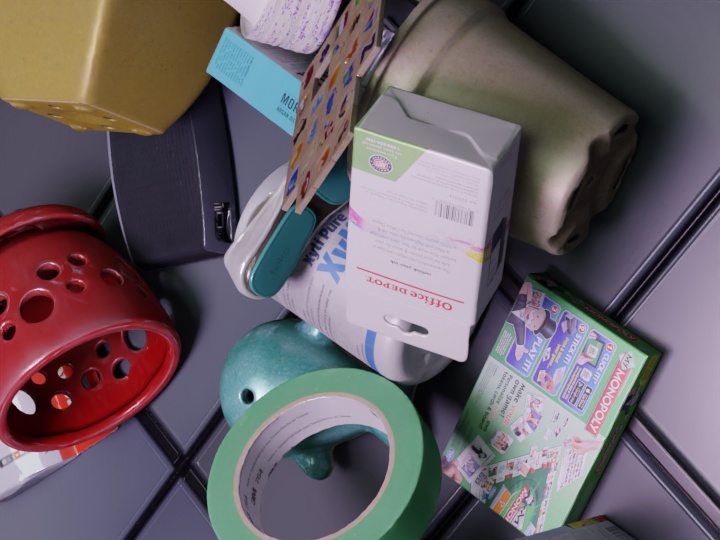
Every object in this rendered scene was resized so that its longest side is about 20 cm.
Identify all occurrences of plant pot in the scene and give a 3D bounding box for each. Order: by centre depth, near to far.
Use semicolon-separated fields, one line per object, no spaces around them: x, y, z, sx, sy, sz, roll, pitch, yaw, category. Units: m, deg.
0.119;-0.111;1.617;0.183;0.200;0.201;31;111;19;plant pot
-0.238;-0.235;1.829;0.195;0.194;0.201;5;82;36;plant pot
-0.298;0.048;1.923;0.200;0.200;0.183;-47;58;29;plant pot

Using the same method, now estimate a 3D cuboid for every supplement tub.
0.000;0.000;1.733;0.200;0.132;0.132;33;111;29;supplement tub

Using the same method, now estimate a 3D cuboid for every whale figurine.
-0.043;0.114;1.789;0.199;0.104;0.160;9;98;36;whale figurine

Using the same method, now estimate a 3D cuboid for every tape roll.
-0.031;0.178;1.670;0.200;0.048;0.201;-14;51;17;tape roll

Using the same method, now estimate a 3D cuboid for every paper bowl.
-0.066;-0.297;1.717;0.201;0.104;0.202;-167;90;-78;paper bowl

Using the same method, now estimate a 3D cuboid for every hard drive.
-0.188;-0.105;1.921;0.134;0.042;0.201;-10;87;37;hard drive

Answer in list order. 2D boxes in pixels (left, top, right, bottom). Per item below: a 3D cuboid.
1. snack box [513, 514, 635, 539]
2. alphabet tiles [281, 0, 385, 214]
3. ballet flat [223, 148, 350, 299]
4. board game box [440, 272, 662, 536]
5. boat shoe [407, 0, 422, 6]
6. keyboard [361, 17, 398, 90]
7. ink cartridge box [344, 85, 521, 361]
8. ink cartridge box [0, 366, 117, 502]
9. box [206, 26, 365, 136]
0.137;0.298;1.608;0.068;0.200;0.169;33;111;30;snack box
-0.020;-0.146;1.596;0.167;0.008;0.201;-53;22;42;alphabet tiles
-0.050;-0.067;1.675;0.069;0.069;0.200;34;85;30;ballet flat
0.158;0.122;1.687;0.134;0.029;0.201;35;113;29;board game box
0.037;-0.276;1.690;0.063;0.073;0.200;-50;31;11;boat shoe
-0.012;-0.137;1.810;0.056;0.011;0.200;45;118;20;keyboard
0.054;-0.034;1.555;0.117;0.067;0.201;19;133;16;ink cartridge box
-0.357;0.138;2.058;0.200;0.050;0.163;-33;74;36;ink cartridge box
-0.037;-0.149;1.770;0.200;0.082;0.049;38;116;23;box
